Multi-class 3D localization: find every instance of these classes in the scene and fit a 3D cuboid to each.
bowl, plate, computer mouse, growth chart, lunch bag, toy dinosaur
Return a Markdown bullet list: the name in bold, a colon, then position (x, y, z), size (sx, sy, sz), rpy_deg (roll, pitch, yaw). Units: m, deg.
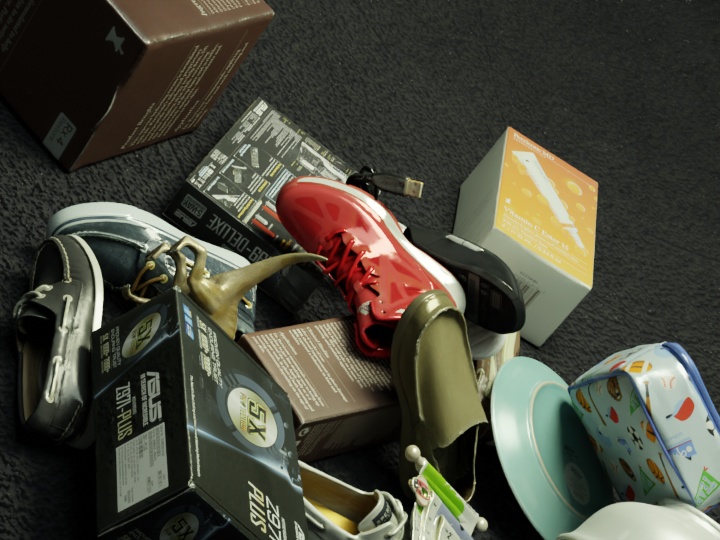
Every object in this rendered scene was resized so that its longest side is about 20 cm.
- **bowl**: position (0.272, 0.260, 1.551), size (0.201, 0.201, 0.091), rpy_deg (40, 75, 1)
- **plate**: position (0.188, 0.170, 1.678), size (0.200, 0.025, 0.202), rpy_deg (37, 39, -38)
- **computer mouse**: position (0.073, -0.029, 1.645), size (0.199, 0.141, 0.046), rpy_deg (24, 52, 28)
- **growth chart**: position (0.077, 0.259, 1.469), size (0.145, 0.018, 0.201), rpy_deg (44, 34, -41)
- **lunch bag**: position (0.266, 0.151, 1.626), size (0.075, 0.200, 0.161), rpy_deg (-28, 88, -12)
- **toy dinosaur**: position (-0.133, 0.021, 1.499), size (0.101, 0.200, 0.058), rpy_deg (52, -9, -16)

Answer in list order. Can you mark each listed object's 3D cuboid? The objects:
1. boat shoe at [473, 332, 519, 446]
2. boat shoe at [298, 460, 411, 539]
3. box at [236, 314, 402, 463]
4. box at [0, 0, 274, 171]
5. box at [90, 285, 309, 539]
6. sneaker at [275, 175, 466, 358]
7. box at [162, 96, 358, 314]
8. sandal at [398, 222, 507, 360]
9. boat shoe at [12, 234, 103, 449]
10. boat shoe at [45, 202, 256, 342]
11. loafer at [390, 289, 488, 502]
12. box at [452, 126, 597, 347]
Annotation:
- **boat shoe**: position (0.109, 0.074, 1.735), size (0.074, 0.075, 0.203), rpy_deg (16, 39, -21)
- **boat shoe**: position (0.006, 0.213, 1.470), size (0.199, 0.070, 0.071), rpy_deg (31, 34, -13)
- **box**: position (-0.025, 0.101, 1.573), size (0.199, 0.075, 0.100), rpy_deg (-9, 55, -47)
- **box**: position (-0.223, -0.223, 1.678), size (0.164, 0.166, 0.199), rpy_deg (48, 34, 12)
- **box**: position (-0.120, 0.143, 1.363), size (0.164, 0.086, 0.201), rpy_deg (48, 22, -40)
- **sneaker**: position (0.000, 0.000, 1.588), size (0.199, 0.079, 0.116), rpy_deg (33, 29, 0)
- **box**: position (-0.080, -0.067, 1.736), size (0.157, 0.050, 0.200), rpy_deg (37, 33, -4)
- **sandal**: position (0.066, 0.032, 1.732), size (0.206, 0.079, 0.059), rpy_deg (40, -6, 35)
- **boat shoe**: position (-0.244, 0.049, 1.428), size (0.060, 0.074, 0.202), rpy_deg (19, 46, -35)
- **boat shoe**: position (-0.172, 0.011, 1.538), size (0.199, 0.071, 0.091), rpy_deg (19, 41, -27)
- **loafer**: position (0.073, 0.113, 1.545), size (0.076, 0.202, 0.067), rpy_deg (-25, 32, -38)
- **box**: position (0.172, -0.038, 1.902), size (0.124, 0.098, 0.201), rpy_deg (30, 34, -12)
